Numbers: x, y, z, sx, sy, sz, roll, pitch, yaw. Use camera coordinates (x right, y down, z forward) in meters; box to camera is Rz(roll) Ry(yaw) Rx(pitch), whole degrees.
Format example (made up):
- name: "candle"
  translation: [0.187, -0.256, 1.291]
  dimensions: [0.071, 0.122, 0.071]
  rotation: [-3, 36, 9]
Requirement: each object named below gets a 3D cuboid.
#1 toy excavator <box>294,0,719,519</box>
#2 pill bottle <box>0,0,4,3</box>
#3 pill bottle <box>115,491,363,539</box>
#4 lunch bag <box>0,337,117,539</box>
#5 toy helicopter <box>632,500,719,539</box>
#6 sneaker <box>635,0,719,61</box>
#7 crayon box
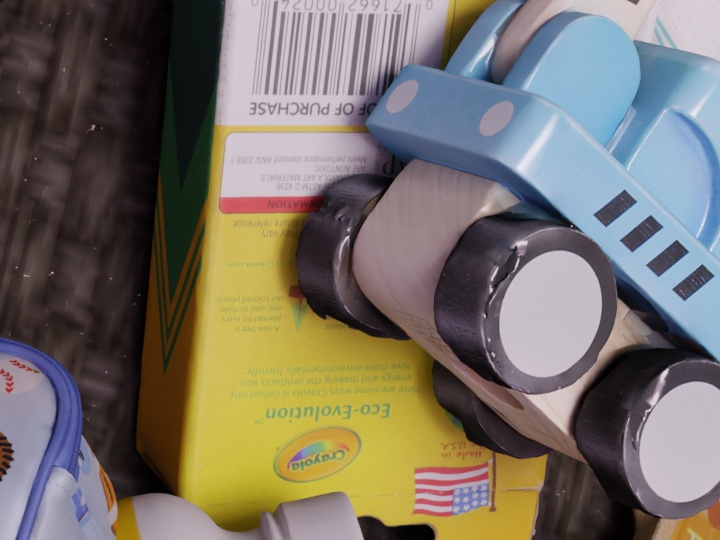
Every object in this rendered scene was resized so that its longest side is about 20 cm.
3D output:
- name: "toy excavator"
  translation: [0.067, -0.060, 0.841]
  dimensions: [0.194, 0.100, 0.200]
  rotation: [42, 76, -32]
- name: "pill bottle"
  translation: [-0.165, -0.097, 0.812]
  dimensions: [0.200, 0.112, 0.113]
  rotation: [-37, 107, -15]
- name: "pill bottle"
  translation: [-0.090, 0.128, 0.837]
  dimensions: [0.199, 0.112, 0.113]
  rotation: [-14, 100, -5]
- name: "lunch bag"
  translation: [-0.159, 0.104, 0.748]
  dimensions: [0.160, 0.076, 0.200]
  rotation: [10, 57, 14]
- name: "toy helicopter"
  translation: [0.096, 0.133, 0.929]
  dimensions: [0.132, 0.079, 0.200]
  rotation: [38, 46, -11]
- name: "sneaker"
  translation: [0.119, -0.031, 0.926]
  dimensions: [0.070, 0.080, 0.201]
  rotation: [-41, 133, -54]
- name: "crayon box"
  translation: [0.000, 0.000, 0.906]
  dimensions: [0.127, 0.051, 0.201]
  rotation: [0, 109, -23]
